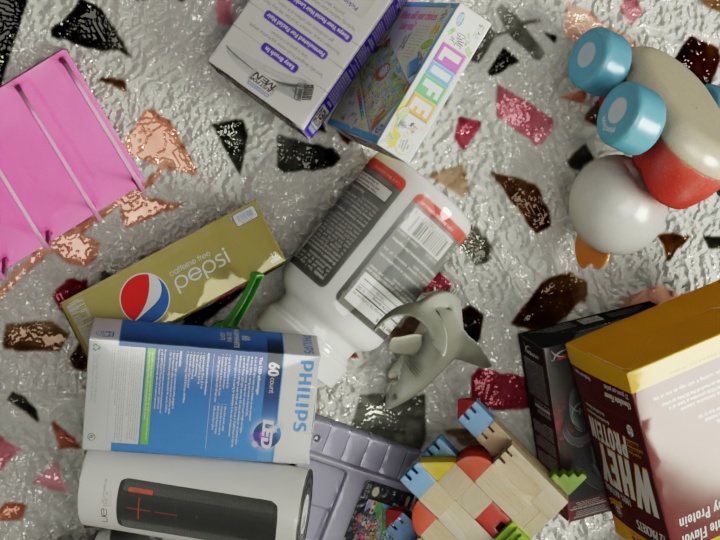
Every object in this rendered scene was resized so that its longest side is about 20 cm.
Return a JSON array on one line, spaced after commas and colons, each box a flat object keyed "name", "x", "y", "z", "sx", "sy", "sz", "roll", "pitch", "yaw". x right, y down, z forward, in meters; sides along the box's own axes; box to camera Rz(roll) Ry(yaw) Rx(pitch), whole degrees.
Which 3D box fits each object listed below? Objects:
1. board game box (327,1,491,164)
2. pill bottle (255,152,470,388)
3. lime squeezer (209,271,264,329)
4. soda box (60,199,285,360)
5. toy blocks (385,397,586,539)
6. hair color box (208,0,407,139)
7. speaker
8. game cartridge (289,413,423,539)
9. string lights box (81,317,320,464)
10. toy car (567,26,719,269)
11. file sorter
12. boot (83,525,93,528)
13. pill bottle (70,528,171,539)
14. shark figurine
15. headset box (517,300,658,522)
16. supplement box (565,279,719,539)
[{"name": "board game box", "x": 0.037, "y": -0.170, "z": 1.307, "sx": 0.034, "sy": 0.200, "sz": 0.135, "roll": 30, "pitch": 93, "yaw": -17}, {"name": "pill bottle", "x": 0.000, "y": 0.000, "z": 1.373, "sx": 0.116, "sy": 0.116, "sz": 0.201, "roll": 40, "pitch": 89, "yaw": -17}, {"name": "lime squeezer", "x": -0.114, "y": 0.091, "z": 1.359, "sx": 0.038, "sy": 0.070, "sz": 0.203, "roll": -13, "pitch": 113, "yaw": -51}, {"name": "soda box", "x": -0.169, "y": 0.012, "z": 1.351, "sx": 0.198, "sy": 0.068, "sz": 0.065, "roll": -28, "pitch": 89, "yaw": -7}, {"name": "toy blocks", "x": 0.097, "y": 0.218, "z": 1.416, "sx": 0.137, "sy": 0.100, "sz": 0.200, "roll": 44, "pitch": 99, "yaw": 2}, {"name": "hair color box", "x": -0.034, "y": -0.232, "z": 1.333, "sx": 0.109, "sy": 0.065, "sz": 0.201, "roll": 36, "pitch": 89, "yaw": 7}, {"name": "speaker", "x": -0.145, "y": 0.198, "z": 1.304, "sx": 0.197, "sy": 0.081, "sz": 0.082, "roll": 9, "pitch": 99, "yaw": 5}, {"name": "game cartridge", "x": -0.026, "y": 0.253, "z": 1.457, "sx": 0.128, "sy": 0.038, "sz": 0.202, "roll": 20, "pitch": 95, "yaw": -12}, {"name": "string lights box", "x": -0.138, "y": 0.105, "z": 1.292, "sx": 0.197, "sy": 0.059, "sz": 0.104, "roll": 5, "pitch": 106, "yaw": -8}, {"name": "toy car", "x": 0.255, "y": -0.094, "z": 1.422, "sx": 0.183, "sy": 0.178, "sz": 0.201, "roll": 20, "pitch": 123, "yaw": -30}, {"name": "file sorter", "x": -0.300, "y": -0.077, "z": 1.279, "sx": 0.199, "sy": 0.125, "sz": 0.140, "roll": -32, "pitch": 106, "yaw": -6}, {"name": "boot", "x": -0.183, "y": 0.168, "z": 1.391, "sx": 0.199, "sy": 0.074, "sz": 0.076, "roll": -33, "pitch": 91, "yaw": -13}, {"name": "pill bottle", "x": -0.182, "y": 0.283, "z": 1.370, "sx": 0.197, "sy": 0.114, "sz": 0.115, "roll": -10, "pitch": 103, "yaw": -1}, {"name": "shark figurine", "x": 0.082, "y": 0.062, "z": 1.373, "sx": 0.089, "sy": 0.215, "sz": 0.128, "roll": 38, "pitch": 72, "yaw": 13}, {"name": "headset box", "x": 0.250, "y": 0.148, "z": 1.483, "sx": 0.147, "sy": 0.077, "sz": 0.203, "roll": -12, "pitch": 101, "yaw": -12}, {"name": "supplement box", "x": 0.325, "y": 0.139, "z": 1.392, "sx": 0.195, "sy": 0.133, "sz": 0.202, "roll": -21, "pitch": 104, "yaw": -13}]
